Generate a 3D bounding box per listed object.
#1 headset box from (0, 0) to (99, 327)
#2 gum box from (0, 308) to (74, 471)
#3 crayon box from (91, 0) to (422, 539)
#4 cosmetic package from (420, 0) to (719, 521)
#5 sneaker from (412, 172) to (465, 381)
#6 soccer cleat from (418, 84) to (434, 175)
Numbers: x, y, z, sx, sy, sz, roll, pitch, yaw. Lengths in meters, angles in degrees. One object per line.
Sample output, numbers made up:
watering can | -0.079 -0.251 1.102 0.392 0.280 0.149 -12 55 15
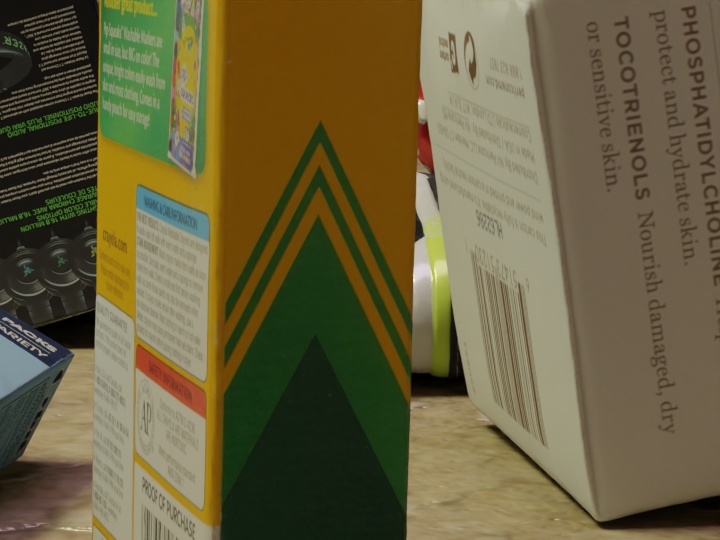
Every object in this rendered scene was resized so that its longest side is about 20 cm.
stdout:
headset box | -0.150 -0.072 1.111 0.093 0.200 0.174 -16 8 -4
gum box | -0.189 0.015 0.731 0.170 0.045 0.200 30 10 4
crayon box | -0.029 -0.009 0.617 0.051 0.200 0.126 -2 9 -18
cosmetic package | 0.137 -0.033 0.821 0.200 0.167 0.167 -11 11 -10
sneaker | 0.000 0.000 1.029 0.083 0.072 0.200 -3 8 -8
soccer cleat | 0.080 -0.039 1.123 0.200 0.069 0.085 33 -15 -19
